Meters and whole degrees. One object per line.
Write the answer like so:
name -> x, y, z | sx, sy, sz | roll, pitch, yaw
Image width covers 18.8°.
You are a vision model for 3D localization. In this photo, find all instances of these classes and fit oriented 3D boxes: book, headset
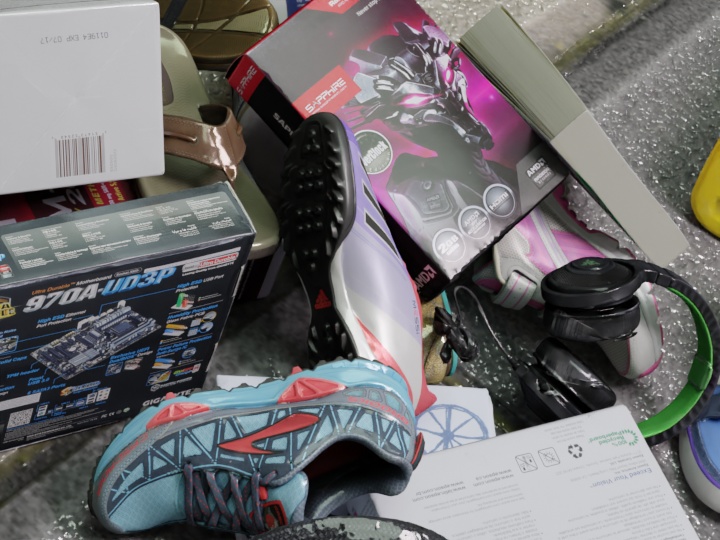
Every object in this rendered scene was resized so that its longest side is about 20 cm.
book -> 0.147, -0.093, 1.504 | 0.134, 0.048, 0.200 | 47, 5, -29
headset -> 0.142, 0.052, 1.397 | 0.199, 0.124, 0.094 | 13, 13, -15

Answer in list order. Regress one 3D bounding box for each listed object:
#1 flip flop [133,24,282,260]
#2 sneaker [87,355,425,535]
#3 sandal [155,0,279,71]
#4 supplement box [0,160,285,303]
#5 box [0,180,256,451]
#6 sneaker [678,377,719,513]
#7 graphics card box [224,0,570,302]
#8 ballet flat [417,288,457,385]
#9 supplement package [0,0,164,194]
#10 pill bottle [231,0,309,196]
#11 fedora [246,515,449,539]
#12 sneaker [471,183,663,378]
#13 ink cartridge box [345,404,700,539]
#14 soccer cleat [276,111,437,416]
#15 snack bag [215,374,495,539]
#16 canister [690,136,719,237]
flip flop -> -0.109, -0.089, 1.393 | 0.081, 0.058, 0.200 | -7, 57, -27
sneaker -> -0.061, 0.115, 1.256 | 0.199, 0.079, 0.096 | -19, 42, -2
sandal -> -0.129, -0.166, 1.515 | 0.200, 0.054, 0.080 | 16, 69, 38
supplement box -> -0.160, -0.023, 1.399 | 0.199, 0.061, 0.109 | -12, 55, -30
box -> -0.171, 0.034, 1.272 | 0.199, 0.159, 0.046 | -13, 54, -30
sneaker -> 0.282, 0.053, 1.445 | 0.080, 0.147, 0.200 | 26, 44, 3
graphics card box -> 0.025, -0.093, 1.411 | 0.125, 0.051, 0.200 | -40, 88, -27
ballet flat -> 0.022, -0.009, 1.458 | 0.070, 0.071, 0.200 | 7, 48, -16
supplement package -> -0.210, -0.128, 1.376 | 0.113, 0.110, 0.200 | -8, 19, -23
pill bottle -> -0.038, -0.156, 1.535 | 0.111, 0.111, 0.200 | 7, 47, -16
fedora -> -0.020, 0.212, 1.200 | 0.200, 0.201, 0.092 | 15, 9, -9
sneaker -> 0.124, 0.001, 1.480 | 0.088, 0.081, 0.200 | -37, 80, -17
ink cartridge box -> 0.117, 0.188, 1.301 | 0.196, 0.043, 0.200 | -11, 59, -27
soccer cleat -> 0.000, 0.000, 1.356 | 0.073, 0.068, 0.201 | -8, 88, -40
snack bag -> 0.010, 0.151, 1.335 | 0.188, 0.021, 0.201 | 4, 51, -18
canister -> 0.334, -0.121, 1.628 | 0.086, 0.149, 0.200 | 33, 47, 9
